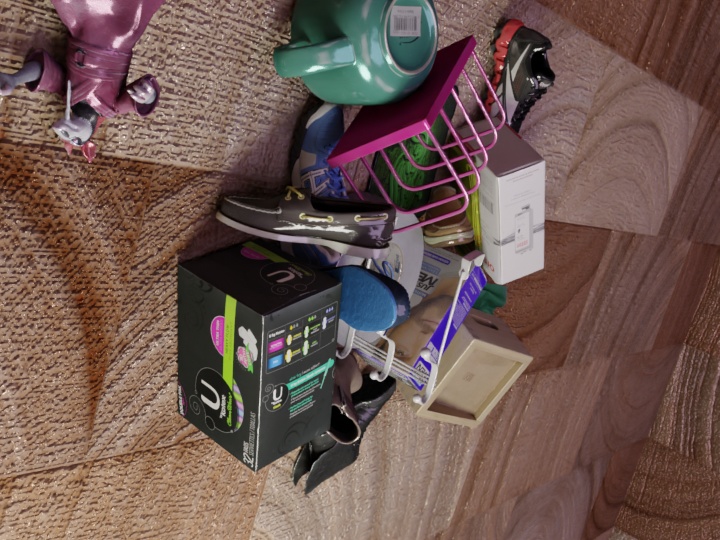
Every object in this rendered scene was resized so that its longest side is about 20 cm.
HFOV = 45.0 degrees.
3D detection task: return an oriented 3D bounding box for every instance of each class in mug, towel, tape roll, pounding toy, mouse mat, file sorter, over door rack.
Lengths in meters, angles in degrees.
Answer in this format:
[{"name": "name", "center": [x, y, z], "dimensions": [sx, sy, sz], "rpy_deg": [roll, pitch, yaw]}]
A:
[{"name": "mug", "center": [0.008, -0.247, 0.954], "dimensions": [0.152, 0.114, 0.186], "rpy_deg": [46, 65, -42]}, {"name": "towel", "center": [0.156, -0.095, 1.317], "dimensions": [0.018, 0.086, 0.202], "rpy_deg": [-19, 128, -13]}, {"name": "tape roll", "center": [0.000, 0.000, 1.167], "dimensions": [0.200, 0.066, 0.202], "rpy_deg": [-33, 136, -38]}, {"name": "pounding toy", "center": [0.157, 0.153, 1.412], "dimensions": [0.199, 0.143, 0.185], "rpy_deg": [19, 115, -42]}, {"name": "mouse mat", "center": [0.073, -0.171, 1.221], "dimensions": [0.160, 0.007, 0.202], "rpy_deg": [-3, 113, -53]}, {"name": "file sorter", "center": [0.079, -0.156, 1.031], "dimensions": [0.126, 0.138, 0.201], "rpy_deg": [55, 40, -24]}, {"name": "over door rack", "center": [0.047, 0.045, 1.073], "dimensions": [0.066, 0.147, 0.202], "rpy_deg": [-1, 113, -58]}]

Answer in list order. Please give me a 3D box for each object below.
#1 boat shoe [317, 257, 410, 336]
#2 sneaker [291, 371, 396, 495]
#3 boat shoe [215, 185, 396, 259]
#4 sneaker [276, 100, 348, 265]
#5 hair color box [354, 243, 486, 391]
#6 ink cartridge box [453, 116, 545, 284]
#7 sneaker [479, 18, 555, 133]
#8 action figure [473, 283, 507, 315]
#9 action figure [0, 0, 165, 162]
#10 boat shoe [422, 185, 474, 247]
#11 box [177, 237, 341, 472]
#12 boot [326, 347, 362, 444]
[{"name": "boat shoe", "center": [0.003, 0.020, 0.983], "dimensions": [0.068, 0.199, 0.085], "rpy_deg": [-4, 103, -31]}, {"name": "sneaker", "center": [-0.022, 0.240, 1.298], "dimensions": [0.199, 0.060, 0.105], "rpy_deg": [-32, 133, -33]}, {"name": "boat shoe", "center": [-0.059, -0.064, 0.971], "dimensions": [0.199, 0.072, 0.061], "rpy_deg": [11, 109, -10]}, {"name": "sneaker", "center": [-0.041, -0.101, 1.041], "dimensions": [0.075, 0.076, 0.203], "rpy_deg": [-11, 115, -49]}, {"name": "hair color box", "center": [0.089, 0.064, 1.295], "dimensions": [0.201, 0.109, 0.065], "rpy_deg": [-58, 145, -13]}, {"name": "ink cartridge box", "center": [0.208, -0.105, 1.310], "dimensions": [0.082, 0.147, 0.202], "rpy_deg": [-19, 131, -12]}, {"name": "sneaker", "center": [0.239, -0.269, 1.309], "dimensions": [0.071, 0.097, 0.203], "rpy_deg": [-25, 130, -47]}, {"name": "action figure", "center": [0.160, 0.047, 1.432], "dimensions": [0.199, 0.054, 0.119], "rpy_deg": [27, 89, -50]}, {"name": "action figure", "center": [-0.228, -0.193, 0.741], "dimensions": [0.149, 0.132, 0.202], "rpy_deg": [-92, -159, -62]}, {"name": "boat shoe", "center": [0.119, -0.082, 1.234], "dimensions": [0.200, 0.071, 0.077], "rpy_deg": [-96, 180, -79]}, {"name": "box", "center": [-0.118, 0.091, 0.989], "dimensions": [0.124, 0.148, 0.202], "rpy_deg": [-22, 127, -43]}, {"name": "boot", "center": [-0.034, 0.164, 1.146], "dimensions": [0.070, 0.147, 0.200], "rpy_deg": [-38, 137, 11]}]
